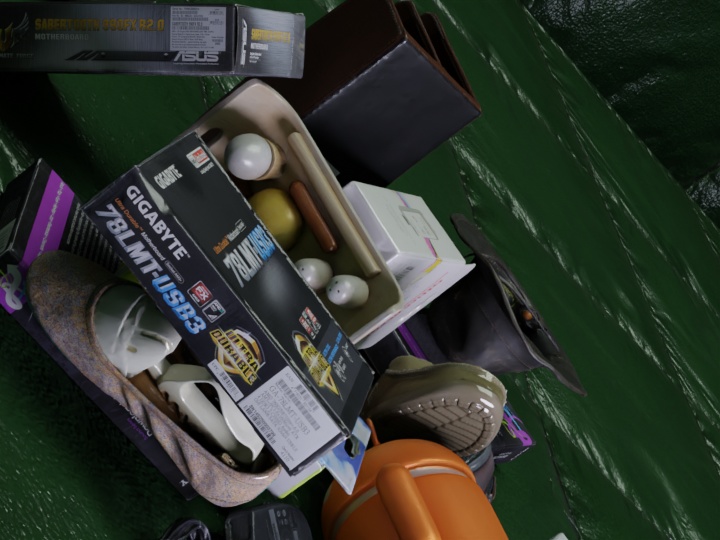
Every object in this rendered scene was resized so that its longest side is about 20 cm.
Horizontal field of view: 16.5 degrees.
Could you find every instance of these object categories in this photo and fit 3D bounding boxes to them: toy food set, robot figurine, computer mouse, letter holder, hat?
[{"bbox_3d":[-0.075,-0.012,1.715,0.200,0.143,0.060,60,20,20],"label":"toy food set"},{"bbox_3d":[0.043,0.197,1.669,0.144,0.117,0.200,17,35,-43],"label":"robot figurine"},{"bbox_3d":[-0.084,0.174,1.508,0.200,0.034,0.059,4,73,-65],"label":"computer mouse"},{"bbox_3d":[-0.032,-0.125,1.846,0.101,0.200,0.142,41,19,-39],"label":"letter holder"},{"bbox_3d":[0.104,0.046,2.072,0.201,0.081,0.201,55,7,-10],"label":"hat"}]

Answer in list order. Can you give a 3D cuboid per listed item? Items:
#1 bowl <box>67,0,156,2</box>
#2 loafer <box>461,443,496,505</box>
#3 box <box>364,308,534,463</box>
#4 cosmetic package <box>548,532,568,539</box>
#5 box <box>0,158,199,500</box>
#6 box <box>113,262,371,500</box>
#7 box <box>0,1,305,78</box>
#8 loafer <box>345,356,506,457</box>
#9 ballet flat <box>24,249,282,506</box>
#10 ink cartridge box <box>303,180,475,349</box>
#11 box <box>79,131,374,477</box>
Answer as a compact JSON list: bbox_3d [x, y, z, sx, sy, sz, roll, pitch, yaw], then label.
[{"bbox_3d":[-0.249,-0.297,1.955,0.200,0.075,0.200,36,24,-51],"label":"bowl"},{"bbox_3d":[0.063,0.184,1.882,0.200,0.072,0.063,-52,125,-69],"label":"loafer"},{"bbox_3d":[0.072,0.099,2.103,0.143,0.036,0.200,58,16,13],"label":"box"},{"bbox_3d":[0.134,0.271,1.866,0.102,0.071,0.200,55,14,5],"label":"cosmetic package"},{"bbox_3d":[-0.156,0.036,1.571,0.200,0.036,0.143,48,17,-18],"label":"box"},{"bbox_3d":[-0.076,0.058,1.608,0.200,0.048,0.122,52,16,-9],"label":"box"},{"bbox_3d":[-0.154,-0.159,1.719,0.158,0.199,0.048,-14,106,-73],"label":"box"},{"bbox_3d":[0.042,0.093,1.759,0.076,0.200,0.068,28,66,-18],"label":"loafer"},{"bbox_3d":[-0.115,0.058,1.484,0.200,0.067,0.068,47,52,-19],"label":"ballet flat"},{"bbox_3d":[0.000,0.000,1.829,0.068,0.116,0.200,57,14,14],"label":"ink cartridge box"},{"bbox_3d":[-0.073,0.015,1.500,0.199,0.050,0.200,54,9,-3],"label":"box"}]
